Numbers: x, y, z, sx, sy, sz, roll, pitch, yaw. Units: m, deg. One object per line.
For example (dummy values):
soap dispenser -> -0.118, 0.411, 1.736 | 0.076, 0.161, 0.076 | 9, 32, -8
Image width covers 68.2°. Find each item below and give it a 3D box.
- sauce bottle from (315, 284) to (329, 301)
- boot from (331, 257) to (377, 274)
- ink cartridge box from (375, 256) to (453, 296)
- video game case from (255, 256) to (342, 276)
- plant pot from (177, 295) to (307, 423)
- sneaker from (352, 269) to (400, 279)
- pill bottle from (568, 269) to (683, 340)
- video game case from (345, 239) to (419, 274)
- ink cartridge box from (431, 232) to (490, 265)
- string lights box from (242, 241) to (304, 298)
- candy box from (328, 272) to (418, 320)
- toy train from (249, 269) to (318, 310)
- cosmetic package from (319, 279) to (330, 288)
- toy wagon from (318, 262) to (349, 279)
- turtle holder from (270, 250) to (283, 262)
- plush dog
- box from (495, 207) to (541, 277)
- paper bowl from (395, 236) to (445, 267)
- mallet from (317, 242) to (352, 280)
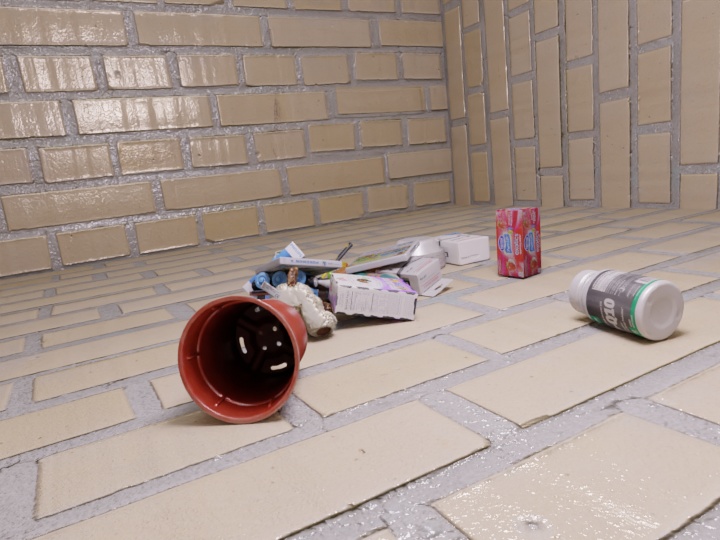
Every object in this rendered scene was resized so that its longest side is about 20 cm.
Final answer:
sauce bottle -> -0.146, 0.072, 1.517 | 0.197, 0.066, 0.065 | -2, 12, 13
boot -> 0.000, 0.000, 1.731 | 0.198, 0.078, 0.155 | -15, 7, -13
ink cartridge box -> 0.158, 0.013, 1.562 | 0.199, 0.069, 0.116 | 7, 31, 43
video game case -> -0.174, -0.006, 1.474 | 0.180, 0.022, 0.199 | 3, -10, -29
plant pot -> -0.182, 0.135, 0.929 | 0.198, 0.203, 0.195 | -5, 3, 7
sneaker -> 0.039, 0.047, 1.548 | 0.080, 0.072, 0.199 | -32, 26, -34
pill bottle -> 0.522, 0.060, 1.064 | 0.112, 0.115, 0.200 | -10, 11, -17
video game case -> 0.071, -0.043, 1.637 | 0.198, 0.023, 0.182 | -13, 12, 22
ink cartridge box -> 0.357, -0.082, 1.954 | 0.145, 0.085, 0.199 | -12, 12, -26
string lights box -> -0.261, 0.005, 1.610 | 0.200, 0.059, 0.103 | -43, 1, -8
candy box -> 0.025, 0.063, 1.335 | 0.197, 0.072, 0.168 | 6, 9, -9
toy train -> -0.208, 0.062, 1.458 | 0.198, 0.116, 0.087 | -4, -9, 16
cosmetic package -> -0.165, 0.064, 1.596 | 0.198, 0.051, 0.083 | -4, 9, 14
toy wagon -> -0.132, 0.007, 1.896 | 0.198, 0.040, 0.154 | -14, 13, -36
turtle holder -> -0.233, -0.001, 1.754 | 0.139, 0.133, 0.185 | -2, 12, 22
plush dog -> -0.155, 0.091, 1.280 | 0.197, 0.162, 0.172 | -4, -16, -1
box -> 0.476, -0.086, 1.604 | 0.095, 0.203, 0.099 | -12, 12, -36
paper bowl -> 0.200, -0.060, 1.888 | 0.198, 0.106, 0.201 | -6, 10, 1
mallet -> -0.089, -0.012, 1.718 | 0.200, 0.041, 0.066 | -47, 24, -9
